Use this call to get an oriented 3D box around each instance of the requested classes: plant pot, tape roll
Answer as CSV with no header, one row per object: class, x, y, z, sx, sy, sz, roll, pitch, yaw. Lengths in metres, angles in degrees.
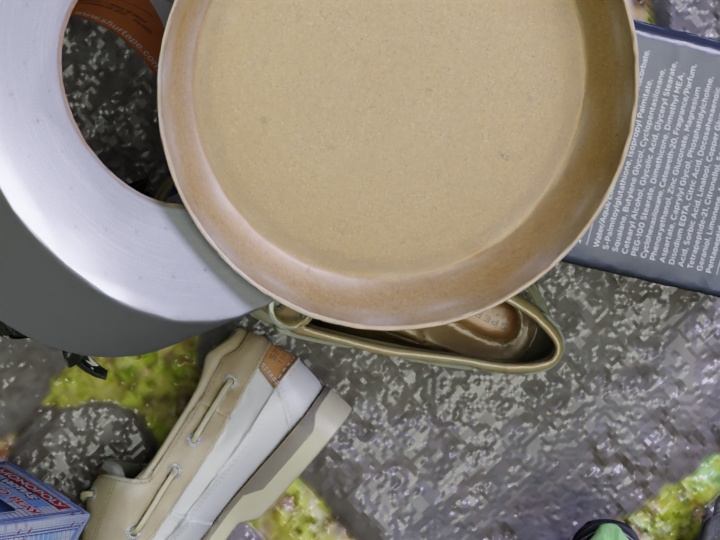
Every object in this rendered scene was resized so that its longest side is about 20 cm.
plant pot,0.014,-0.076,1.180,0.199,0.027,0.201,-2,102,-11
tape roll,-0.099,-0.068,1.207,0.200,0.066,0.201,15,67,-37

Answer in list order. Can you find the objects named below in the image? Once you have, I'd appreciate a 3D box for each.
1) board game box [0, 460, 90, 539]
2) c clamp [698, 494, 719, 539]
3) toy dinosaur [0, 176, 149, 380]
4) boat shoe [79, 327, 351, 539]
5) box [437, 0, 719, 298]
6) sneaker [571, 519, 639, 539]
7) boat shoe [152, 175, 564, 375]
board game box,-0.214,0.166,1.264,0.200,0.062,0.201,-19,128,-45
c clamp,0.155,0.181,1.344,0.027,0.200,0.171,9,128,10
toy dinosaur,-0.169,-0.010,1.288,0.135,0.102,0.200,9,134,1
boat shoe,-0.095,0.114,1.329,0.068,0.075,0.200,43,89,-2
box,0.123,-0.057,1.299,0.199,0.148,0.107,12,98,-15
sneaker,0.113,0.208,1.385,0.076,0.084,0.201,11,116,0
boat shoe,0.000,0.000,1.325,0.199,0.063,0.074,14,99,-17
